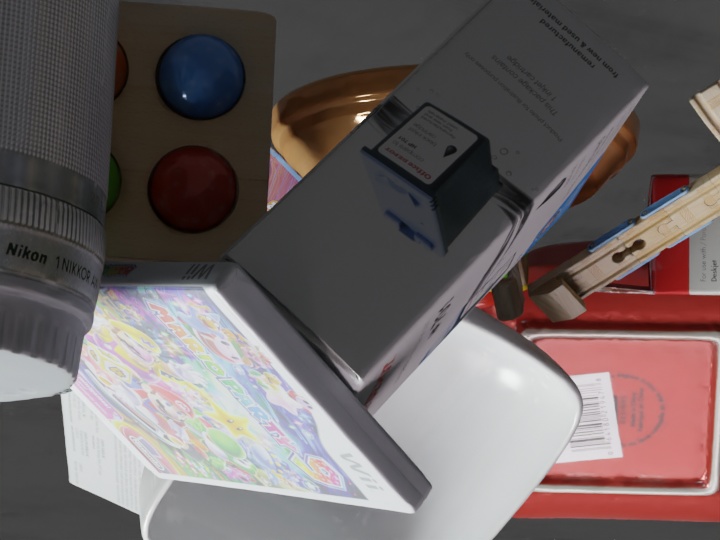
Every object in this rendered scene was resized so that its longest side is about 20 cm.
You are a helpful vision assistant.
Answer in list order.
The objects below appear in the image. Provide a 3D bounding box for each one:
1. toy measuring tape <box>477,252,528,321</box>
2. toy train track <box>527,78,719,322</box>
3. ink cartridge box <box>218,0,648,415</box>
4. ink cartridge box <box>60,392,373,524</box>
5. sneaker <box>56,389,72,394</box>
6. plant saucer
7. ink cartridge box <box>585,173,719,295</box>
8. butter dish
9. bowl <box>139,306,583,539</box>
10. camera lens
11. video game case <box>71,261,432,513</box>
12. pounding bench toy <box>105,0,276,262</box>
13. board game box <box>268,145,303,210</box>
[{"bbox_3d":[0.060,-0.003,1.344,0.073,0.074,0.200,1,-165,4],"label":"toy measuring tape"},{"bbox_3d":[0.175,-0.027,1.203,0.200,0.033,0.115,-32,124,20],"label":"toy train track"},{"bbox_3d":[0.022,-0.018,1.057,0.086,0.200,0.147,40,157,7],"label":"ink cartridge box"},{"bbox_3d":[-0.082,0.119,1.401,0.199,0.050,0.162,21,154,6],"label":"ink cartridge box"},{"bbox_3d":[-0.220,0.008,1.251,0.075,0.081,0.200,-19,129,42],"label":"sneaker"},{"bbox_3d":[0.050,-0.063,1.254,0.199,0.038,0.200,1,167,0],"label":"plant saucer"},{"bbox_3d":[0.220,-0.020,1.297,0.199,0.068,0.116,0,180,6],"label":"ink cartridge box"},{"bbox_3d":[0.169,0.050,1.512,0.199,0.148,0.201,0,125,5],"label":"butter dish"},{"bbox_3d":[-0.005,0.084,1.235,0.200,0.075,0.200,28,111,-34],"label":"bowl"},{"bbox_3d":[-0.182,-0.056,0.961,0.159,0.201,0.160,2,167,1],"label":"camera lens"},{"bbox_3d":[-0.074,0.049,1.031,0.200,0.018,0.143,0,137,52],"label":"video game case"},{"bbox_3d":[-0.146,-0.054,1.131,0.199,0.125,0.156,3,166,-5],"label":"pounding bench toy"},{"bbox_3d":[-0.109,-0.016,1.296,0.158,0.039,0.200,-26,146,14],"label":"board game box"}]
